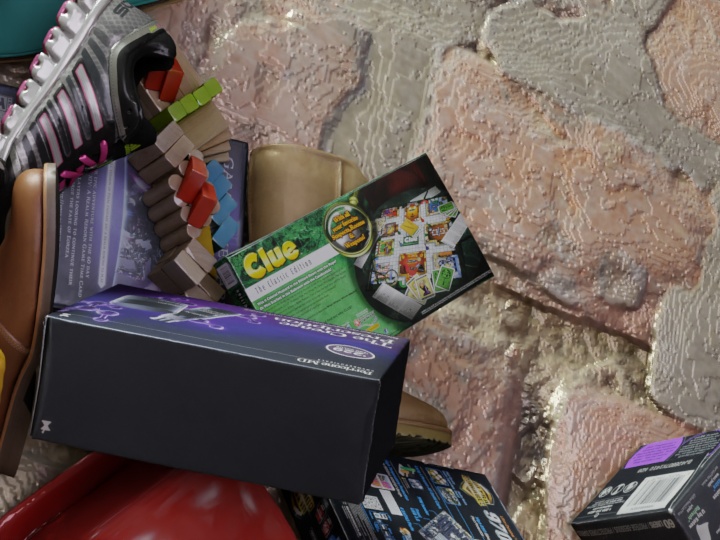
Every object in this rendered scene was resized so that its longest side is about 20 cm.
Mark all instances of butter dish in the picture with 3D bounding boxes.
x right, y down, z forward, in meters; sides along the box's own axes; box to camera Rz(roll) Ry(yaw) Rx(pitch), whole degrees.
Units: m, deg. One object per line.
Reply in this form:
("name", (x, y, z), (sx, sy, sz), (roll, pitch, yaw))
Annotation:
("butter dish", (-0.104, 0.196, 0.951), (0.199, 0.147, 0.201), (-34, 96, -32))

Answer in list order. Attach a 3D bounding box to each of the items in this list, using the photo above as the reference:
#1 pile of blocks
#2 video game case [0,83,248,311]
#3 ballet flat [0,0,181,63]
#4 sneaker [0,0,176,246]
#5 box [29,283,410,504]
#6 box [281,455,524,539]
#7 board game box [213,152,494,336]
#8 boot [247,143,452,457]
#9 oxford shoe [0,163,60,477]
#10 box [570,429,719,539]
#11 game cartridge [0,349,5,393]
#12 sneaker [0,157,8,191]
("pile of blocks", (-0.111, -0.071, 1.043), (0.081, 0.062, 0.202), (-10, 84, -33))
("video game case", (-0.171, -0.038, 1.046), (0.198, 0.019, 0.145), (12, 72, -30))
("ballet flat", (-0.192, -0.189, 1.041), (0.198, 0.063, 0.069), (-16, 117, -12))
("sneaker", (-0.177, -0.085, 0.976), (0.087, 0.074, 0.202), (24, 77, -5))
("box", (-0.079, 0.070, 0.934), (0.198, 0.141, 0.080), (10, 101, 7))
("box", (0.047, 0.199, 1.027), (0.158, 0.200, 0.046), (14, 115, -28))
("board game box", (0.000, 0.000, 1.069), (0.199, 0.023, 0.106), (-28, 92, -38))
("boot", (-0.005, 0.023, 1.105), (0.174, 0.066, 0.202), (16, 66, -34))
("oxford shoe", (-0.220, 0.028, 0.924), (0.071, 0.071, 0.202), (13, 107, -12))
("box", (0.277, 0.237, 1.189), (0.106, 0.122, 0.201), (-40, 99, -33))
("game cartridge", (-0.308, 0.123, 0.862), (0.198, 0.032, 0.178), (2, 108, -31))
("sneaker", (-0.299, -0.050, 0.860), (0.198, 0.070, 0.091), (14, 86, -27))
